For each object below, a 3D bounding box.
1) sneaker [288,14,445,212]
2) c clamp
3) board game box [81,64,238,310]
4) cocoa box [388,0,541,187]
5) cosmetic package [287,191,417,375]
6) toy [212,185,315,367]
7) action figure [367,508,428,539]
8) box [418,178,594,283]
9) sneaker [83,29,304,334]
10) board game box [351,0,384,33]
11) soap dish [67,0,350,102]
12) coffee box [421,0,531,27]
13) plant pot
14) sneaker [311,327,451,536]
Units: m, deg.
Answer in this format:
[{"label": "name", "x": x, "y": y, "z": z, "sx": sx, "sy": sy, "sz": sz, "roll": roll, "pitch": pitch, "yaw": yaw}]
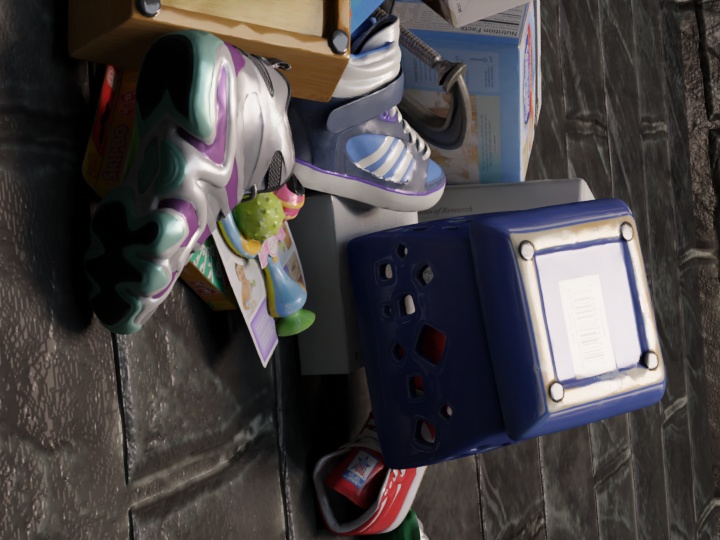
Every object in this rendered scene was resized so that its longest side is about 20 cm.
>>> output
[{"label": "sneaker", "x": 0.022, "y": -0.134, "z": 1.266, "sx": 0.199, "sy": 0.081, "sz": 0.147, "roll": 7, "pitch": 117, "yaw": -43}, {"label": "c clamp", "x": 0.023, "y": -0.190, "z": 1.297, "sx": 0.027, "sy": 0.200, "sz": 0.171, "roll": -44, "pitch": 171, "yaw": -27}, {"label": "board game box", "x": -0.131, "y": -0.058, "z": 1.084, "sx": 0.200, "sy": 0.030, "sz": 0.096, "roll": 49, "pitch": 43, "yaw": -53}, {"label": "cocoa box", "x": 0.101, "y": -0.189, "z": 1.474, "sx": 0.201, "sy": 0.132, "sz": 0.132, "roll": 82, "pitch": 18, "yaw": -50}, {"label": "cosmetic package", "x": 0.000, "y": 0.000, "z": 1.357, "sx": 0.200, "sy": 0.051, "sz": 0.152, "roll": -18, "pitch": 101, "yaw": -67}, {"label": "toy", "x": -0.069, "y": -0.043, "z": 1.138, "sx": 0.115, "sy": 0.047, "sz": 0.201, "roll": -63, "pitch": 144, "yaw": -55}, {"label": "action figure", "x": 0.045, "y": 0.292, "z": 1.377, "sx": 0.054, "sy": 0.118, "sz": 0.202, "roll": 3, "pitch": 71, "yaw": -41}, {"label": "box", "x": 0.151, "y": 0.015, "z": 1.529, "sx": 0.199, "sy": 0.198, "sz": 0.132, "roll": 50, "pitch": 44, "yaw": -55}, {"label": "sneaker", "x": -0.093, "y": -0.049, "z": 1.001, "sx": 0.139, "sy": 0.078, "sz": 0.201, "roll": 5, "pitch": 111, "yaw": -48}, {"label": "board game box", "x": -0.055, "y": -0.237, "z": 1.142, "sx": 0.153, "sy": 0.045, "sz": 0.200, "roll": 54, "pitch": 50, "yaw": -18}, {"label": "soap dish", "x": -0.093, "y": -0.207, "z": 1.018, "sx": 0.199, "sy": 0.081, "sz": 0.159, "roll": 6, "pitch": 80, "yaw": -34}, {"label": "coffee box", "x": 0.066, "y": -0.289, "z": 1.258, "sx": 0.200, "sy": 0.079, "sz": 0.114, "roll": -124, "pitch": -164, "yaw": -60}, {"label": "plant pot", "x": 0.128, "y": 0.045, "z": 1.256, "sx": 0.199, "sy": 0.179, "sz": 0.202, "roll": -9, "pitch": 87, "yaw": -38}, {"label": "sneaker", "x": 0.023, "y": 0.137, "z": 1.315, "sx": 0.112, "sy": 0.071, "sz": 0.202, "roll": 4, "pitch": 104, "yaw": -65}]
